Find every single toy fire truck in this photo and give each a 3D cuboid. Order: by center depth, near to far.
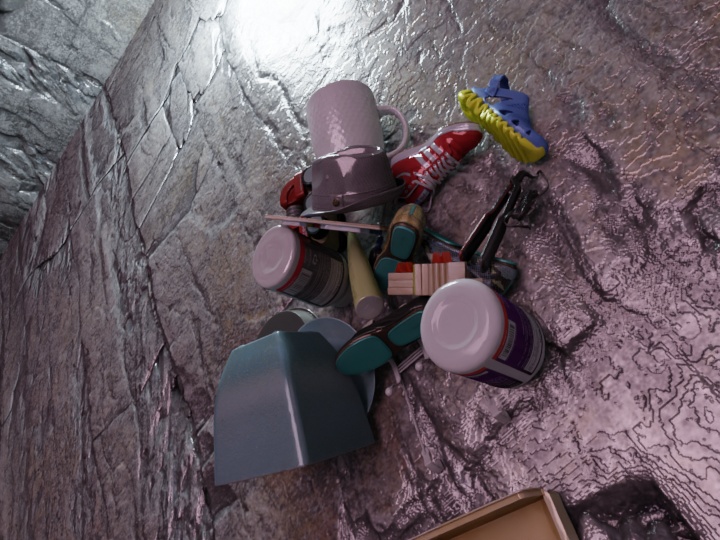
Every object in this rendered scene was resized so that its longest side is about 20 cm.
[{"bbox_3d":[-0.128,-0.091,1.097,0.196,0.128,0.181,-20,60,23],"label":"toy fire truck"}]

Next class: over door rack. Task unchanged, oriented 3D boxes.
[{"bbox_3d":[0.115,0.174,0.800,0.147,0.066,0.203,-43,51,22],"label":"over door rack"}]

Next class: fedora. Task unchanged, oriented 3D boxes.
[{"bbox_3d":[-0.022,-0.159,0.893,0.196,0.176,0.093,2,114,41],"label":"fedora"}]

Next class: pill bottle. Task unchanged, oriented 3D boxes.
[{"bbox_3d":[0.170,0.090,0.690,0.110,0.198,0.116,-16,63,35],"label":"pill bottle"},{"bbox_3d":[-0.091,0.003,0.955,0.109,0.198,0.114,-15,64,34],"label":"pill bottle"}]

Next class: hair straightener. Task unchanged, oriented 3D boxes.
[{"bbox_3d":[0.226,-0.076,0.779,0.076,0.041,0.201,24,65,36],"label":"hair straightener"}]

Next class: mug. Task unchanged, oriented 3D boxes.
[{"bbox_3d":[0.000,-0.258,1.030,0.194,0.148,0.180,-14,71,3],"label":"mug"}]

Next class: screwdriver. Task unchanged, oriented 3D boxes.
[{"bbox_3d":[0.043,-0.079,0.961,0.028,0.028,0.206,18,99,22],"label":"screwdriver"}]

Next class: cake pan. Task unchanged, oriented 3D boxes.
[{"bbox_3d":[-0.152,0.171,1.057,0.197,0.036,0.206,-17,63,36],"label":"cake pan"}]

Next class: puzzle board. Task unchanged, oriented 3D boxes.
[{"bbox_3d":[-0.046,-0.076,0.895,0.194,0.150,0.018,6,95,13],"label":"puzzle board"}]

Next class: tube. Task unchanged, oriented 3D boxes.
[{"bbox_3d":[0.000,0.000,0.932,0.059,0.051,0.202,-53,29,25],"label":"tube"}]

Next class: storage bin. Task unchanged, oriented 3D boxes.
[{"bbox_3d":[0.183,0.400,0.634,0.197,0.093,0.204,-37,53,26],"label":"storage bin"}]

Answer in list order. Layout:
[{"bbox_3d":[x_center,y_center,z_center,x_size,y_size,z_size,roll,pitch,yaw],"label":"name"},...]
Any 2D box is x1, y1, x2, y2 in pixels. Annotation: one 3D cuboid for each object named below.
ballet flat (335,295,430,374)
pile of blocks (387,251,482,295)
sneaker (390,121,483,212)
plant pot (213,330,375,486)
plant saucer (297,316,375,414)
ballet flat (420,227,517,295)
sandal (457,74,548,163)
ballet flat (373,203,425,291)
[{"bbox_3d":[0.045,0.102,0.840,0.197,0.068,0.069,-30,22,23],"label":"ballet flat"},{"bbox_3d":[0.118,0.005,0.795,0.198,0.080,0.064,-2,89,56],"label":"pile of blocks"},{"bbox_3d":[0.130,-0.173,0.916,0.197,0.070,0.116,-20,57,44],"label":"sneaker"},{"bbox_3d":[-0.119,0.210,0.854,0.192,0.194,0.206,-22,73,29],"label":"plant pot"},{"bbox_3d":[-0.050,0.185,0.938,0.196,0.038,0.208,0,89,31],"label":"plant saucer"},{"bbox_3d":[0.155,-0.012,0.837,0.198,0.073,0.076,28,93,46],"label":"ballet flat"},{"bbox_3d":[0.240,-0.255,0.850,0.086,0.079,0.202,-37,55,6],"label":"sandal"},{"bbox_3d":[0.068,-0.038,0.883,0.202,0.068,0.072,105,157,-57],"label":"ballet flat"}]
